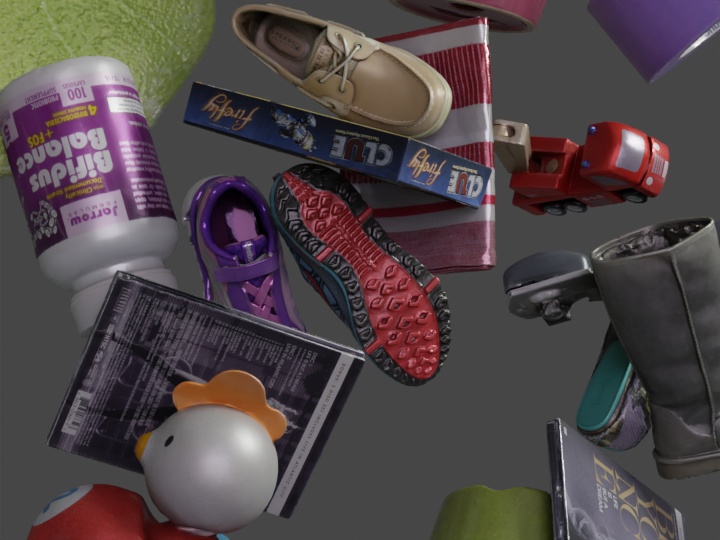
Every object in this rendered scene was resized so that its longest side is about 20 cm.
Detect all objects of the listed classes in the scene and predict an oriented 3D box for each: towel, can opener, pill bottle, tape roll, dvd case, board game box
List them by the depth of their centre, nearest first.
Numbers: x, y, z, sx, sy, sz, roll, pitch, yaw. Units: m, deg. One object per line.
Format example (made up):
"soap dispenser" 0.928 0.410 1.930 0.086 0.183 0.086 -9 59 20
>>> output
"dvd case" -0.116 0.096 1.313 0.200 0.016 0.149 19 110 -16
"dvd case" 0.203 0.218 1.323 0.200 0.016 0.149 38 40 -41
"board game box" -0.017 -0.096 1.335 0.200 0.135 0.035 18 93 32
"pill bottle" -0.205 -0.054 1.347 0.112 0.112 0.201 -16 80 -15
"towel" 0.043 -0.094 1.393 0.023 0.144 0.201 9 78 -55
"can opener" 0.210 -0.008 1.408 0.199 0.053 0.067 -18 57 15
"tape roll" 0.291 -0.251 1.448 0.200 0.200 0.085 -38 87 -17

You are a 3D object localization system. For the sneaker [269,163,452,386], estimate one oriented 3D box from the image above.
"sneaker" 0.000 0.000 1.365 0.079 0.096 0.200 -35 99 -10

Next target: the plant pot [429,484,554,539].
"plant pot" 0.107 0.270 1.306 0.199 0.200 0.190 17 61 -7

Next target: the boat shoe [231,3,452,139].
"boat shoe" -0.019 -0.162 1.388 0.200 0.065 0.072 30 98 28

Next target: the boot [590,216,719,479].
"boot" 0.285 0.052 1.356 0.181 0.073 0.201 -15 102 -2

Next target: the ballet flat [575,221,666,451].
"ballet flat" 0.237 0.060 1.439 0.072 0.072 0.201 25 73 -4

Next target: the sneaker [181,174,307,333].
"sneaker" -0.087 0.011 1.367 0.080 0.088 0.201 -15 81 -16

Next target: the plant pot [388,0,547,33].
"plant pot" 0.100 -0.298 1.438 0.199 0.200 0.180 12 90 -8

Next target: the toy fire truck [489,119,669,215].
"toy fire truck" 0.133 -0.093 1.408 0.141 0.200 0.049 24 71 -34

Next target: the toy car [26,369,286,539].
"toy car" -0.133 0.158 1.242 0.176 0.184 0.201 19 95 -6
